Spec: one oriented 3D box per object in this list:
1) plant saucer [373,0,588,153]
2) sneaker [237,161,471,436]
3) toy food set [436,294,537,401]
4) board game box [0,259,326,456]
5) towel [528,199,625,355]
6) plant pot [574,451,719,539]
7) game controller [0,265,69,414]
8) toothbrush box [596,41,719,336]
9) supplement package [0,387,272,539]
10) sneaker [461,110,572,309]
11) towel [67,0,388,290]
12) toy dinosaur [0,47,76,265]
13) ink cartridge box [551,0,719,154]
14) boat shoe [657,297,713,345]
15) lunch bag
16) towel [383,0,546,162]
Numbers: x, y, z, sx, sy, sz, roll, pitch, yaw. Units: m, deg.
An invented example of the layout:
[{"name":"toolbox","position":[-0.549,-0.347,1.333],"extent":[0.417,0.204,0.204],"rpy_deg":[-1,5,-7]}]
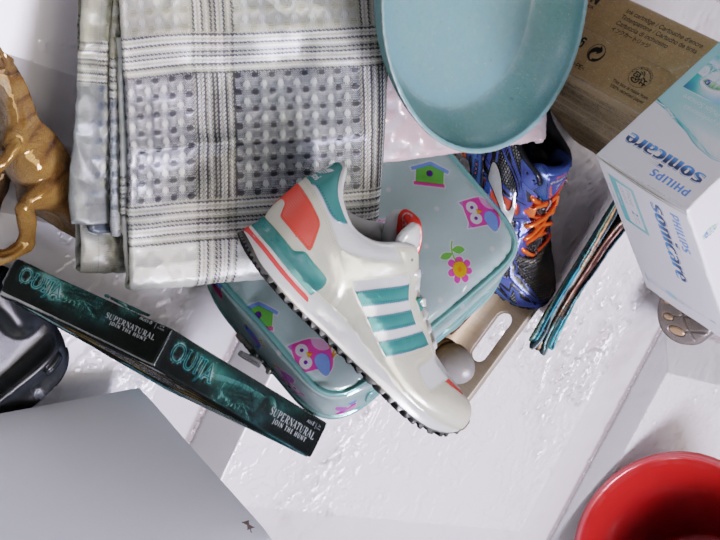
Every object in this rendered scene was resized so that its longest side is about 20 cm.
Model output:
[{"name":"plant saucer","position":[0.071,-0.175,0.949],"extent":[0.200,0.036,0.201],"rpy_deg":[-14,110,-44]},{"name":"sneaker","position":[0.020,0.018,0.929],"extent":[0.093,0.070,0.200],"rpy_deg":[-45,112,1]},{"name":"toy food set","position":[0.062,0.020,1.177],"extent":[0.144,0.060,0.200],"rpy_deg":[-53,138,0]},{"name":"board game box","position":[-0.122,0.058,0.964],"extent":[0.028,0.135,0.200],"rpy_deg":[-63,148,-9]},{"name":"towel","position":[0.185,-0.008,1.213],"extent":[0.147,0.022,0.200],"rpy_deg":[-59,174,9]},{"name":"plant pot","position":[0.327,0.305,1.515],"extent":[0.200,0.200,0.177],"rpy_deg":[-47,147,-7]},{"name":"game controller","position":[-0.278,0.084,0.944],"extent":[0.200,0.042,0.104],"rpy_deg":[-40,121,-15]},{"name":"toothbrush box","position":[0.267,-0.075,0.983],"extent":[0.200,0.085,0.147],"rpy_deg":[-43,137,-10]},{"name":"supplement package","position":[-0.189,0.176,0.952],"extent":[0.200,0.156,0.111],"rpy_deg":[-6,133,-51]},{"name":"sneaker","position":[0.120,-0.062,1.121],"extent":[0.075,0.078,0.201],"rpy_deg":[-36,121,-44]},{"name":"towel","position":[-0.078,-0.086,0.915],"extent":[0.199,0.035,0.193],"rpy_deg":[-2,108,-19]},{"name":"toy dinosaur","position":[-0.192,-0.048,0.911],"extent":[0.106,0.060,0.200],"rpy_deg":[-42,136,-15]},{"name":"ink cartridge box","position":[0.213,-0.124,1.114],"extent":[0.075,0.200,0.165],"rpy_deg":[-50,138,-2]},{"name":"boat shoe","position":[0.334,-0.024,1.394],"extent":[0.200,0.074,0.073],"rpy_deg":[-60,163,1]},{"name":"lunch bag","position":[0.000,0.000,1.036],"extent":[0.200,0.160,0.077],"rpy_deg":[-39,173,-18]},{"name":"towel","position":[0.053,-0.174,0.994],"extent":[0.191,0.032,0.201],"rpy_deg":[-11,112,-33]}]
